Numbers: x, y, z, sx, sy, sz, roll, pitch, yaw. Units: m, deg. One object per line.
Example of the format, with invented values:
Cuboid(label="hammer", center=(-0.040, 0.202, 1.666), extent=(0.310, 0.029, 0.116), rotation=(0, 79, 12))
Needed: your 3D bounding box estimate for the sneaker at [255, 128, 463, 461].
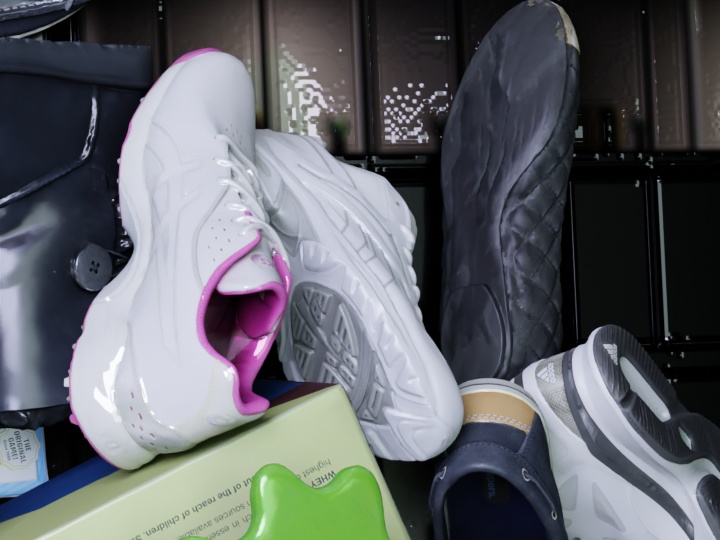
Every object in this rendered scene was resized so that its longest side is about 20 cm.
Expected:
Cuboid(label="sneaker", center=(0.000, 0.000, 1.306), extent=(0.099, 0.078, 0.200), rotation=(-11, 55, -40))

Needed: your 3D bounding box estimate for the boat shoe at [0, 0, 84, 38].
Cuboid(label="boat shoe", center=(-0.122, -0.160, 1.316), extent=(0.199, 0.062, 0.075), rotation=(-21, 94, -16))

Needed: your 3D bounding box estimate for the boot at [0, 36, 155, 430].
Cuboid(label="boot", center=(-0.159, -0.014, 1.229), extent=(0.200, 0.076, 0.169), rotation=(-2, 89, -49))

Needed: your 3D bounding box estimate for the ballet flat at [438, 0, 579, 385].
Cuboid(label="ballet flat", center=(0.074, -0.032, 1.387), extent=(0.057, 0.066, 0.201), rotation=(16, 80, -56))

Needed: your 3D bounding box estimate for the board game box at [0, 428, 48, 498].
Cuboid(label="board game box", center=(-0.218, 0.009, 1.295), extent=(0.134, 0.034, 0.201), rotation=(-4, 87, -17))

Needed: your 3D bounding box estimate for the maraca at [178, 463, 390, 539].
Cuboid(label="maraca", center=(0.004, 0.171, 1.144), extent=(0.137, 0.107, 0.200), rotation=(-41, 101, -22))

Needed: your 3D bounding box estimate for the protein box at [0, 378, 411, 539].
Cuboid(label="protein box", center=(-0.071, 0.180, 1.247), extent=(0.198, 0.135, 0.201), rotation=(-27, 97, -17))

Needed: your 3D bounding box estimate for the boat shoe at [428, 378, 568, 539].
Cuboid(label="boat shoe", center=(0.069, 0.145, 1.321), extent=(0.074, 0.062, 0.201), rotation=(-4, 124, 11))

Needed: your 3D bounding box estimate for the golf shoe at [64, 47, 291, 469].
Cuboid(label="golf shoe", center=(-0.061, -0.009, 1.223), extent=(0.075, 0.091, 0.201), rotation=(40, 51, -45))

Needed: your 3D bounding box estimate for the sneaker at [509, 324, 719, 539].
Cuboid(label="sneaker", center=(0.120, 0.114, 1.382), extent=(0.201, 0.115, 0.076), rotation=(50, 29, -32))
